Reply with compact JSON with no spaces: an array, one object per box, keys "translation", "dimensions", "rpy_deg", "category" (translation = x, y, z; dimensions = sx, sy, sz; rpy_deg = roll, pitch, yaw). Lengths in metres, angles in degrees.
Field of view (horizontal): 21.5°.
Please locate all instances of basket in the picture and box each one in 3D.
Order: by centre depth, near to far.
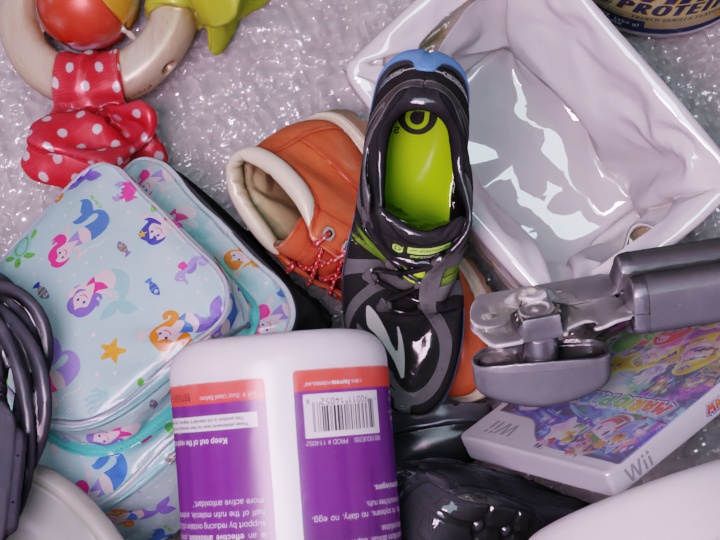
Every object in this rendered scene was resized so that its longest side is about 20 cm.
[{"translation":[0.103,-0.071,1.102],"dimensions":[0.135,0.123,0.200],"rpy_deg":[-39,79,-4],"category":"basket"}]

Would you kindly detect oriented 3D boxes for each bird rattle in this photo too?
[{"translation":[-0.151,-0.146,1.164],"dimensions":[0.163,0.113,0.201],"rpy_deg":[40,97,21],"category":"bird rattle"}]

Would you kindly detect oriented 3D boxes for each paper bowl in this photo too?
[{"translation":[0.159,0.162,0.955],"dimensions":[0.199,0.201,0.105],"rpy_deg":[-20,77,-1],"category":"paper bowl"}]

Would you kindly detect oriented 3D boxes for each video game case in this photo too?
[{"translation":[0.167,0.051,1.043],"dimensions":[0.199,0.143,0.018],"rpy_deg":[-35,109,-22],"category":"video game case"}]

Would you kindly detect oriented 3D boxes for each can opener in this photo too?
[{"translation":[0.155,0.025,1.006],"dimensions":[0.198,0.053,0.067],"rpy_deg":[-8,117,-3],"category":"can opener"}]

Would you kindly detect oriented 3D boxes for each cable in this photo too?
[{"translation":[-0.217,0.094,1.006],"dimensions":[0.050,0.163,0.202],"rpy_deg":[13,67,-32],"category":"cable"}]

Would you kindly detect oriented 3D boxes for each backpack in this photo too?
[{"translation":[-0.135,0.053,1.078],"dimensions":[0.200,0.150,0.178],"rpy_deg":[-47,57,3],"category":"backpack"}]

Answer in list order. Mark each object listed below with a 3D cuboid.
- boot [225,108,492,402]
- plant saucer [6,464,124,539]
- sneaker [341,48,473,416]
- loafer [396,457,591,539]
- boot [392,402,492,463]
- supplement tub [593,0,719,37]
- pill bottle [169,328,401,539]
[{"translation":[0.000,0.000,1.095],"dimensions":[0.201,0.107,0.075],"rpy_deg":[53,124,14],"category":"boot"},{"translation":[-0.175,0.205,1.011],"dimensions":[0.050,0.200,0.201],"rpy_deg":[-17,75,-42],"category":"plant saucer"},{"translation":[0.024,-0.015,1.008],"dimensions":[0.070,0.083,0.202],"rpy_deg":[5,111,3],"category":"sneaker"},{"translation":[0.085,0.142,1.045],"dimensions":[0.070,0.200,0.068],"rpy_deg":[39,101,44],"category":"loafer"},{"translation":[0.016,0.189,1.084],"dimensions":[0.163,0.066,0.202],"rpy_deg":[-14,74,11],"category":"boot"},{"translation":[0.180,-0.229,1.088],"dimensions":[0.143,0.200,0.146],"rpy_deg":[-1,79,4],"category":"supplement tub"},{"translation":[-0.035,0.133,0.951],"dimensions":[0.111,0.112,0.202],"rpy_deg":[-4,86,2],"category":"pill bottle"}]
